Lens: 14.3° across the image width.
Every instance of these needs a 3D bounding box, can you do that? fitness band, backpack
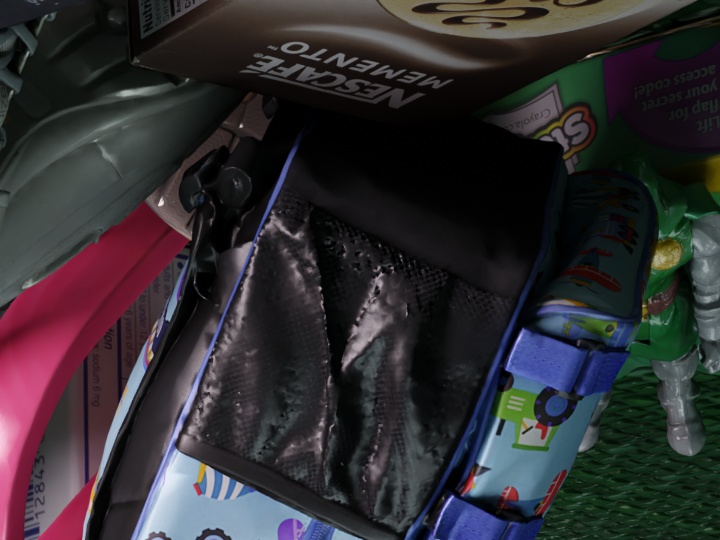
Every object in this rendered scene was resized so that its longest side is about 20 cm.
[{"bbox_3d":[-0.090,0.044,1.049,0.037,0.200,0.144,17,131,20],"label":"fitness band"},{"bbox_3d":[-0.008,0.053,0.873,0.134,0.200,0.183,23,-164,1],"label":"backpack"}]

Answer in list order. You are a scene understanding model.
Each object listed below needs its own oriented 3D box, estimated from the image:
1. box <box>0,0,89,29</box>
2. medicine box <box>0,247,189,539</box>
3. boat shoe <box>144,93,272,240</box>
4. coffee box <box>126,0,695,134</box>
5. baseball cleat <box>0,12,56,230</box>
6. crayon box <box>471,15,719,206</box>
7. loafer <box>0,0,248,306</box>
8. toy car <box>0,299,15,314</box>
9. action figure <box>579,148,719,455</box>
[{"bbox_3d":[-0.138,-0.114,0.665,0.200,0.106,0.122,-14,159,30],"label":"box"},{"bbox_3d":[-0.066,0.094,1.205,0.200,0.182,0.103,12,158,-38],"label":"medicine box"},{"bbox_3d":[0.000,0.000,0.996,0.074,0.200,0.073,-42,-174,2],"label":"boat shoe"},{"bbox_3d":[0.038,-0.111,0.750,0.113,0.080,0.200,9,158,-37],"label":"coffee box"},{"bbox_3d":[-0.100,-0.059,0.755,0.200,0.107,0.070,-37,161,22],"label":"baseball cleat"},{"bbox_3d":[0.094,-0.020,1.078,0.200,0.058,0.172,-16,155,32],"label":"crayon box"},{"bbox_3d":[-0.089,-0.042,0.842,0.200,0.070,0.070,-36,161,-13],"label":"loafer"},{"bbox_3d":[-0.201,0.018,1.033,0.200,0.158,0.164,-17,173,-2],"label":"toy car"},{"bbox_3d":[0.094,0.011,1.008,0.118,0.055,0.200,-1,155,7],"label":"action figure"}]
